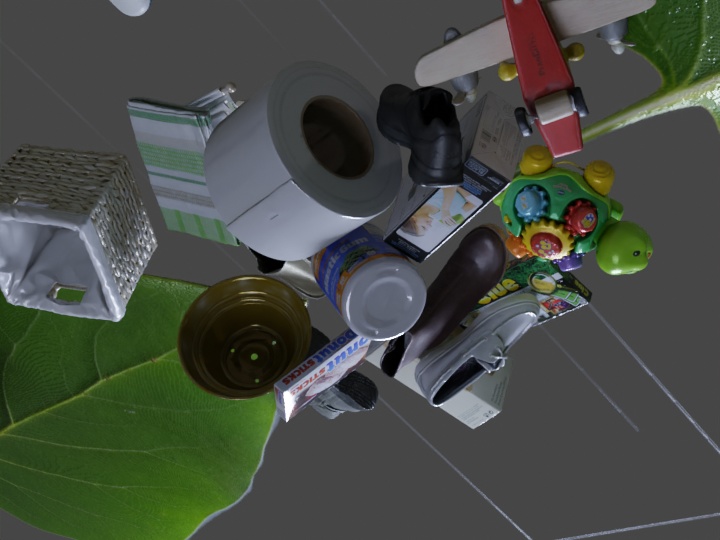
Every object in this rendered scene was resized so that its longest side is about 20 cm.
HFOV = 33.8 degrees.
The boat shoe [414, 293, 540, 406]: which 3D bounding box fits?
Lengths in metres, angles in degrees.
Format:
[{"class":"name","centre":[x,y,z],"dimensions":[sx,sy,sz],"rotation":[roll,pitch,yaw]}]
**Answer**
[{"class":"boat shoe","centre":[0.161,0.109,1.580],"dimensions":[0.199,0.069,0.072],"rotation":[-32,134,8]}]

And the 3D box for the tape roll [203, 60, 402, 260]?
[{"class":"tape roll","centre":[-0.068,-0.129,1.413],"dimensions":[0.202,0.203,0.139],"rotation":[40,137,-20]}]

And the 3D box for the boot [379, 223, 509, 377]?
[{"class":"boot","centre":[0.110,0.043,1.534],"dimensions":[0.072,0.166,0.200],"rotation":[38,133,10]}]

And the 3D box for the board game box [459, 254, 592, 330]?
[{"class":"board game box","centre":[0.206,0.039,1.615],"dimensions":[0.105,0.024,0.200],"rotation":[42,137,-19]}]

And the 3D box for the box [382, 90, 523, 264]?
[{"class":"box","centre":[0.112,-0.109,1.420],"dimensions":[0.060,0.117,0.200],"rotation":[31,139,-14]}]

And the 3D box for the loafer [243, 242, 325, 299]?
[{"class":"loafer","centre":[-0.109,-0.017,1.656],"dimensions":[0.075,0.069,0.200],"rotation":[-13,135,36]}]

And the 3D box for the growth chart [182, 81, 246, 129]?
[{"class":"growth chart","centre":[-0.161,-0.158,1.569],"dimensions":[0.144,0.018,0.200],"rotation":[-10,131,33]}]

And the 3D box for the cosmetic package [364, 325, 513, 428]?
[{"class":"cosmetic package","centre":[0.115,0.126,1.693],"dimensions":[0.199,0.106,0.071],"rotation":[33,138,-15]}]

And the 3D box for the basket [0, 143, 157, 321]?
[{"class":"basket","centre":[-0.422,-0.059,1.693],"dimensions":[0.197,0.161,0.201],"rotation":[8,139,18]}]

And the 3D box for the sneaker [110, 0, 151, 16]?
[{"class":"sneaker","centre":[-0.304,-0.370,1.354],"dimensions":[0.071,0.073,0.201],"rotation":[-2,136,25]}]

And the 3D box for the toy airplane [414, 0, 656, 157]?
[{"class":"toy airplane","centre":[0.179,-0.243,1.238],"dimensions":[0.199,0.141,0.200],"rotation":[27,104,8]}]

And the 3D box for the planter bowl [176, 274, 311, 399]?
[{"class":"planter bowl","centre":[-0.164,0.113,1.753],"dimensions":[0.199,0.201,0.084],"rotation":[11,154,14]}]

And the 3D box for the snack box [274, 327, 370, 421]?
[{"class":"snack box","centre":[-0.042,0.135,1.714],"dimensions":[0.024,0.200,0.072],"rotation":[38,149,30]}]

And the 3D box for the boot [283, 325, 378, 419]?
[{"class":"boot","centre":[-0.077,0.168,1.866],"dimensions":[0.200,0.068,0.130],"rotation":[44,142,-23]}]

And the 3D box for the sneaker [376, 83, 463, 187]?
[{"class":"sneaker","centre":[0.073,-0.172,1.330],"dimensions":[0.075,0.200,0.091],"rotation":[-6,124,-18]}]

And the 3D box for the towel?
[{"class":"towel","centre":[-0.231,-0.133,1.575],"dimensions":[0.149,0.031,0.201],"rotation":[16,132,37]}]

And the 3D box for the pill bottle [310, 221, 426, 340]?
[{"class":"pill bottle","centre":[0.000,0.000,1.526],"dimensions":[0.111,0.200,0.113],"rotation":[-8,115,-18]}]

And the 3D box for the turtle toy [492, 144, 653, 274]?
[{"class":"turtle toy","centre":[0.254,-0.056,1.420],"dimensions":[0.199,0.101,0.146],"rotation":[16,141,9]}]
